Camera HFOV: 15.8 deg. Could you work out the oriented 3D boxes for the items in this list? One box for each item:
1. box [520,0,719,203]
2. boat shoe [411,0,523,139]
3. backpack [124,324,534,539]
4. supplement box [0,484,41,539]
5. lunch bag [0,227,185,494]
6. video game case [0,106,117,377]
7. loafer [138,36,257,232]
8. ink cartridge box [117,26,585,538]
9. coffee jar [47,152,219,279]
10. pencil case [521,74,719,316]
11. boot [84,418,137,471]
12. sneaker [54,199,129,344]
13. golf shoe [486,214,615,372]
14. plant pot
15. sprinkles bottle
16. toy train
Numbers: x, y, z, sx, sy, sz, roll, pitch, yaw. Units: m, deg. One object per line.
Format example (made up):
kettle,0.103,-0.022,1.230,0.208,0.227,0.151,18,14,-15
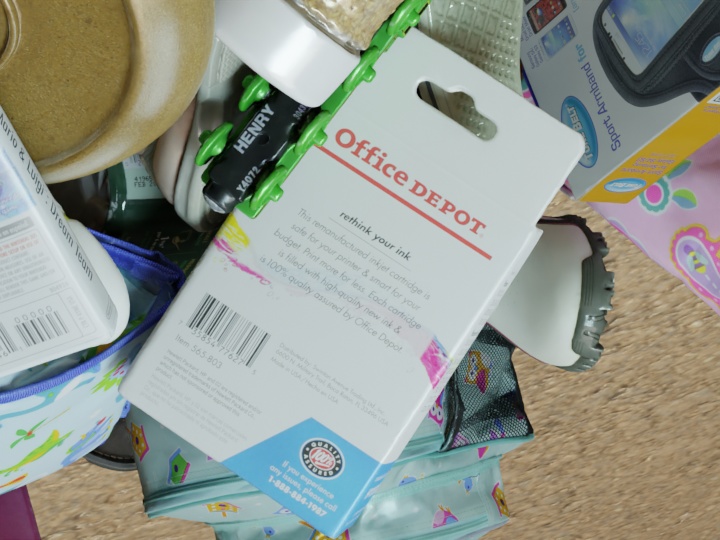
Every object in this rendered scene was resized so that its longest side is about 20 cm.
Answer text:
box,0.137,-0.119,1.173,0.041,0.119,0.200,3,149,-43
boat shoe,0.036,-0.094,1.158,0.075,0.062,0.200,-42,138,-34
backpack,-0.023,0.086,1.353,0.176,0.153,0.200,-12,169,33
supplement box,-0.229,0.100,1.272,0.110,0.200,0.086,-10,157,-20
lunch bag,-0.191,0.044,1.163,0.200,0.127,0.170,-3,157,-20
video game case,-0.219,-0.017,0.974,0.200,0.024,0.182,-18,123,13
loafer,-0.060,-0.102,1.075,0.072,0.063,0.200,-34,154,-39
ink cartridge box,0.000,0.000,1.119,0.200,0.115,0.068,-57,174,3
coffee jar,-0.054,-0.042,1.237,0.200,0.085,0.104,-4,155,-32
pencil case,0.156,-0.040,1.268,0.087,0.200,0.087,-36,150,-24
boot,-0.114,0.035,1.403,0.200,0.069,0.174,-3,145,-51
sneaker,-0.196,-0.007,1.046,0.105,0.200,0.076,-54,172,-31
golf shoe,0.060,-0.002,1.317,0.088,0.200,0.077,2,108,-24
plant pot,-0.153,-0.101,0.947,0.200,0.027,0.200,8,134,8
sprinkles bottle,0.022,-0.156,0.966,0.200,0.068,0.068,-49,152,8
toy train,0.002,-0.103,1.060,0.200,0.042,0.056,-52,174,1
